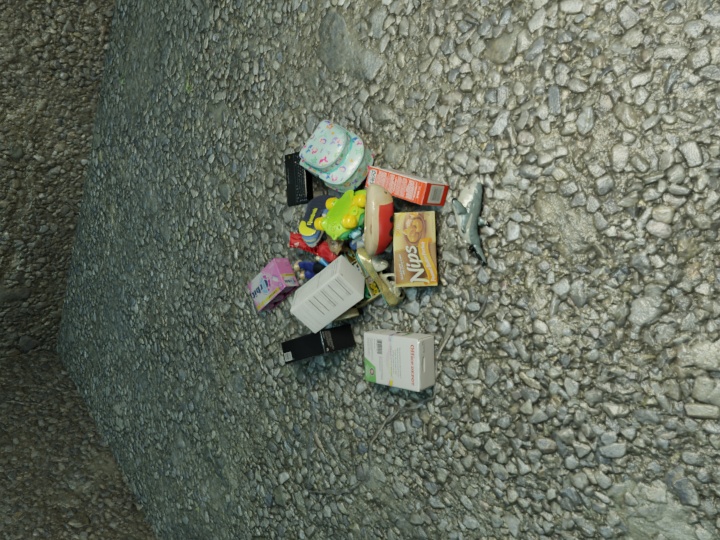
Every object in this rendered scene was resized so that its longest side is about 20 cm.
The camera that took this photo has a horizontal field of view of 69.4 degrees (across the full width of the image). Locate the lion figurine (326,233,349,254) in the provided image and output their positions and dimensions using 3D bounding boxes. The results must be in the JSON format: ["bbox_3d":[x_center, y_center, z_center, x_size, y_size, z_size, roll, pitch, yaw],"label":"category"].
[{"bbox_3d":[-0.064,-0.155,1.578,0.072,0.123,0.202,4,106,-2],"label":"lion figurine"}]

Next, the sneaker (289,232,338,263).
[{"bbox_3d":[-0.161,-0.070,1.656,0.200,0.115,0.079,27,113,50],"label":"sneaker"}]

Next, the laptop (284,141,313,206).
[{"bbox_3d":[-0.213,-0.311,1.709,0.199,0.103,0.179,-1,93,41],"label":"laptop"}]

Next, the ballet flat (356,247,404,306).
[{"bbox_3d":[0.064,0.011,1.487,0.070,0.071,0.201,-22,105,40],"label":"ballet flat"}]

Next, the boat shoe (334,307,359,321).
[{"bbox_3d":[-0.084,0.124,1.649,0.199,0.073,0.070,-8,89,46],"label":"boat shoe"}]

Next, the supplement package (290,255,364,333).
[{"bbox_3d":[-0.095,0.071,1.542,0.200,0.114,0.110,-37,113,23],"label":"supplement package"}]

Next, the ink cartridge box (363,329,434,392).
[{"bbox_3d":[0.110,0.252,1.484,0.199,0.084,0.146,1,95,42],"label":"ink cartridge box"}]

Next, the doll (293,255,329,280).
[{"bbox_3d":[-0.118,0.008,1.652,0.199,0.049,0.137,5,138,41],"label":"doll"}]

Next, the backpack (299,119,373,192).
[{"bbox_3d":[-0.068,-0.336,1.545,0.200,0.150,0.178,37,92,26],"label":"backpack"}]

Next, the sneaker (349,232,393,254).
[{"bbox_3d":[0.060,-0.081,1.489,0.199,0.075,0.089,-19,93,28],"label":"sneaker"}]

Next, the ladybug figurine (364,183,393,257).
[{"bbox_3d":[0.048,-0.131,1.387,0.136,0.071,0.202,-97,9,-67],"label":"ladybug figurine"}]

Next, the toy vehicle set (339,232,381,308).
[{"bbox_3d":[0.000,0.000,1.598,0.124,0.026,0.201,-35,71,38],"label":"toy vehicle set"}]

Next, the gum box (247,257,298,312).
[{"bbox_3d":[-0.317,0.056,1.856,0.200,0.066,0.114,-39,67,37],"label":"gum box"}]

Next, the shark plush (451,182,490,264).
[{"bbox_3d":[0.287,-0.117,1.312,0.083,0.091,0.202,-14,79,11],"label":"shark plush"}]

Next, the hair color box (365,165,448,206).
[{"bbox_3d":[0.125,-0.229,1.413,0.199,0.110,0.064,27,110,37],"label":"hair color box"}]

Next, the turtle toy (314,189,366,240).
[{"bbox_3d":[-0.030,-0.160,1.481,0.145,0.101,0.201,1,52,41],"label":"turtle toy"}]

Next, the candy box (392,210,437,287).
[{"bbox_3d":[0.146,-0.057,1.409,0.114,0.055,0.202,-2,93,3],"label":"candy box"}]

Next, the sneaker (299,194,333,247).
[{"bbox_3d":[-0.135,-0.158,1.629,0.073,0.201,0.083,9,141,19],"label":"sneaker"}]

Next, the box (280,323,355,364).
[{"bbox_3d":[-0.136,0.236,1.664,0.199,0.141,0.080,-22,77,40],"label":"box"}]
